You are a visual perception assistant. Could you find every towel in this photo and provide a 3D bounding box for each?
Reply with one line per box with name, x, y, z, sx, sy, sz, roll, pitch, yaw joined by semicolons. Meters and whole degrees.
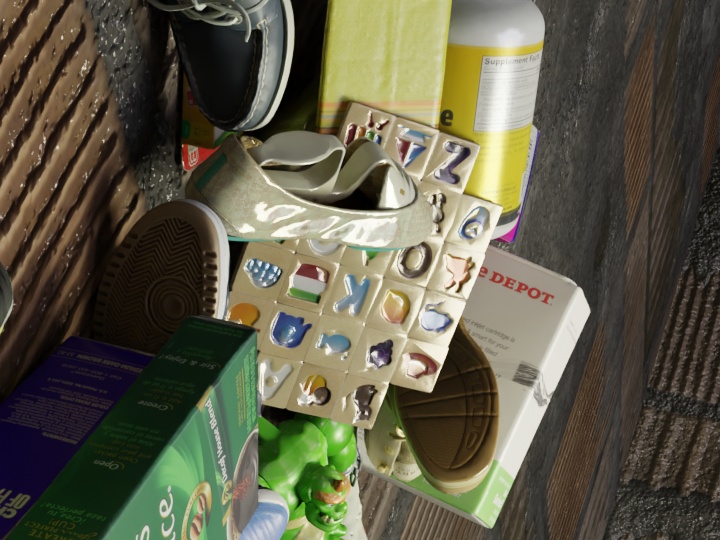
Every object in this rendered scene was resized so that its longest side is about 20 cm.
towel;0.014;-0.131;1.088;0.086;0.018;0.201;-4;110;-27

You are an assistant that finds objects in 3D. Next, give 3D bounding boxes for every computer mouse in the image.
computer mouse;-0.018;0.071;1.237;0.059;0.034;0.200;-59;-177;-28

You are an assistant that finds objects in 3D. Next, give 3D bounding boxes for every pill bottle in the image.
pill bottle;0.061;-0.127;1.167;0.112;0.112;0.201;-40;138;-65

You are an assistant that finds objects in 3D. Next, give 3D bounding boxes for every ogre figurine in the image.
ogre figurine;-0.059;0.154;1.173;0.200;0.098;0.120;-21;142;-32

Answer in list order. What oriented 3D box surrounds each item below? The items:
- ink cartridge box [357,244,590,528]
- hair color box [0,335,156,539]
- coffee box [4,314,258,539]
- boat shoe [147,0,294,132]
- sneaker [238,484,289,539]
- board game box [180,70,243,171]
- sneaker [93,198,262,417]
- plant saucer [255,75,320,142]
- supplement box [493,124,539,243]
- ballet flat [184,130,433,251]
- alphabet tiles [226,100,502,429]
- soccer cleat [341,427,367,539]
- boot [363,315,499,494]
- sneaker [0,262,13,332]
ink cartridge box;0.078;0.083;1.420;0.200;0.145;0.084;-64;161;-9
hair color box;-0.162;0.128;0.859;0.200;0.065;0.110;-54;152;-58
coffee box;-0.104;0.125;0.859;0.200;0.044;0.123;-55;151;-54
boat shoe;-0.075;-0.164;0.922;0.062;0.075;0.201;-50;146;-61
sneaker;-0.101;0.199;0.994;0.200;0.077;0.076;-43;140;-34
board game box;-0.072;-0.162;1.023;0.096;0.030;0.201;-44;145;-62
sneaker;-0.097;0.044;0.998;0.108;0.070;0.201;-32;139;-61
plant saucer;-0.026;-0.050;1.214;0.200;0.048;0.200;-50;148;-57
supplement box;0.068;-0.089;1.405;0.200;0.103;0.102;21;82;-75
ballet flat;-0.013;-0.048;1.015;0.200;0.067;0.062;-4;136;-50
alphabet tiles;0.000;0.000;1.116;0.166;0.006;0.201;15;101;-30
soccer cleat;-0.023;0.180;1.330;0.069;0.077;0.200;65;39;-64
boot;0.045;0.109;1.266;0.156;0.073;0.200;95;-18;-45
sneaker;-0.202;0.077;0.696;0.200;0.075;0.076;-61;166;-20
